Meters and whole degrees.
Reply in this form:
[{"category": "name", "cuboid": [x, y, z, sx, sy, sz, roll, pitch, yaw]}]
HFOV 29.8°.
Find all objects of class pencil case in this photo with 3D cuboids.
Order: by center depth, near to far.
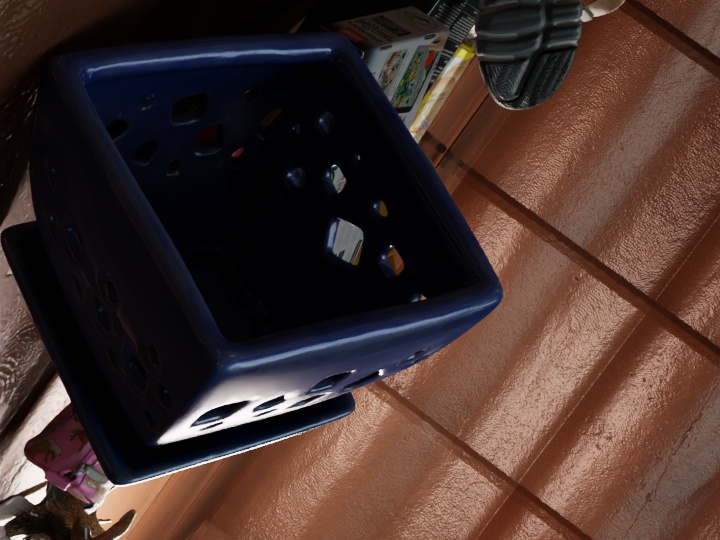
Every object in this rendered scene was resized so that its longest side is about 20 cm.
[{"category": "pencil case", "cuboid": [-0.177, 0.099, 1.096, 0.200, 0.087, 0.083, -46, 145, -8]}]

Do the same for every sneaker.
[{"category": "sneaker", "cuboid": [0.115, -0.224, 0.970, 0.116, 0.075, 0.200, -95, -176, -66]}]

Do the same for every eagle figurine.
[{"category": "eagle figurine", "cuboid": [-0.272, 0.230, 1.280, 0.152, 0.151, 0.200, -14, -153, -4]}]

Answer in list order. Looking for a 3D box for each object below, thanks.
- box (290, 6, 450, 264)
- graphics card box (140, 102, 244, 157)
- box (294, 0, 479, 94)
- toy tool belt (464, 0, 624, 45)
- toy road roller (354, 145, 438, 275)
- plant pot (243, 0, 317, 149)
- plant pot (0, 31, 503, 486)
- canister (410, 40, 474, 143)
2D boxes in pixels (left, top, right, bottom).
[{"category": "box", "cuboid": [-0.015, -0.073, 0.896, 0.110, 0.035, 0.200, -25, 144, -54]}, {"category": "graphics card box", "cuboid": [-0.122, -0.027, 0.959, 0.125, 0.051, 0.200, -44, 165, -6]}, {"category": "box", "cuboid": [0.020, -0.177, 1.023, 0.141, 0.079, 0.200, -57, 173, 11]}, {"category": "toy tool belt", "cuboid": [0.155, -0.296, 1.248, 0.200, 0.125, 0.123, -10, -126, 39]}, {"category": "toy road roller", "cuboid": [0.000, 0.000, 1.124, 0.200, 0.146, 0.123, -34, -162, 9]}, {"category": "plant pot", "cuboid": [-0.078, -0.132, 1.027, 0.200, 0.027, 0.200, -54, 175, -7]}, {"category": "plant pot", "cuboid": [-0.077, 0.000, 0.760, 0.200, 0.200, 0.180, -13, 154, -40]}, {"category": "canister", "cuboid": [0.033, -0.164, 1.366, 0.200, 0.087, 0.149, -57, -176, 18]}]
